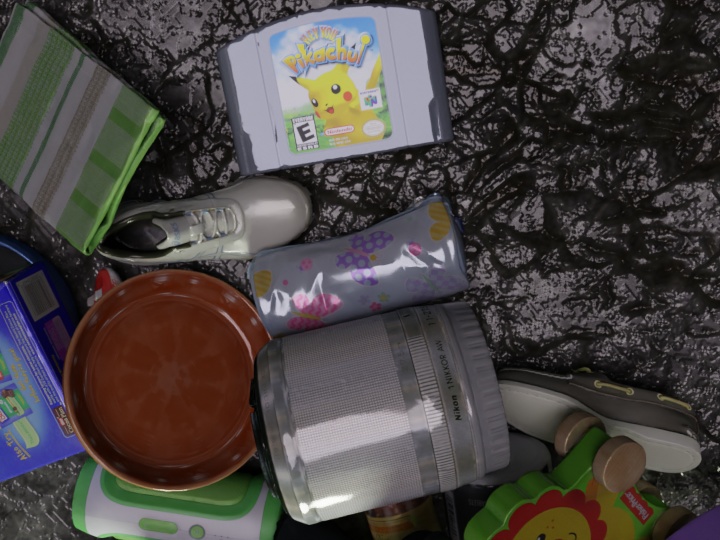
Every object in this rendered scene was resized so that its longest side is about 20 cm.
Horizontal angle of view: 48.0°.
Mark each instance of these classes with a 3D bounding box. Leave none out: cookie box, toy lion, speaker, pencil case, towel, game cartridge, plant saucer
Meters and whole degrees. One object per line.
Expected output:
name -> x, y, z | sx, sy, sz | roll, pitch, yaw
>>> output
cookie box -> -0.359, 0.109, 0.753 | 0.199, 0.075, 0.172 | -20, 101, 9
toy lion -> 0.181, 0.235, 0.698 | 0.192, 0.069, 0.200 | -48, 122, -6
speaker -> -0.174, 0.233, 0.801 | 0.199, 0.088, 0.089 | 8, 104, 3
pencil case -> 0.000, 0.000, 0.732 | 0.199, 0.083, 0.091 | -18, 119, 10
towel -> -0.265, -0.127, 0.714 | 0.200, 0.031, 0.149 | 39, 108, 22
game cartridge -> -0.024, -0.165, 0.723 | 0.199, 0.040, 0.134 | -9, 98, 7
plant saucer -> -0.170, 0.099, 0.746 | 0.200, 0.032, 0.201 | 7, 74, -27

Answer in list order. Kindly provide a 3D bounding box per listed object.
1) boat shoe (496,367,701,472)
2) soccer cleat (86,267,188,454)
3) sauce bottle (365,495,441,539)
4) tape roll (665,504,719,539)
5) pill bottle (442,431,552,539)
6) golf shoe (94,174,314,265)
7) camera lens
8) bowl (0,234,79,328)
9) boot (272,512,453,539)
boat shoe -> 0.217, 0.129, 0.758 | 0.201, 0.060, 0.072 | 17, 142, 3
soccer cleat -> -0.203, 0.089, 0.785 | 0.085, 0.069, 0.201 | -17, 83, -32
sauce bottle -> 0.059, 0.291, 0.751 | 0.066, 0.066, 0.201 | -18, 93, 9
tape roll -> 0.330, 0.293, 0.731 | 0.200, 0.066, 0.201 | -14, 128, -18
pill bottle -> 0.138, 0.266, 0.773 | 0.106, 0.106, 0.201 | -8, 103, 7
golf shoe -> -0.142, -0.036, 0.731 | 0.199, 0.097, 0.079 | -11, 101, 6
camera lens -> 0.012, 0.121, 0.700 | 0.199, 0.160, 0.160 | -13, 102, -1
bowl -> -0.375, 0.057, 0.801 | 0.200, 0.039, 0.201 | 1, 103, 5
boot -> -0.009, 0.258, 0.703 | 0.168, 0.076, 0.201 | 32, 133, 30
